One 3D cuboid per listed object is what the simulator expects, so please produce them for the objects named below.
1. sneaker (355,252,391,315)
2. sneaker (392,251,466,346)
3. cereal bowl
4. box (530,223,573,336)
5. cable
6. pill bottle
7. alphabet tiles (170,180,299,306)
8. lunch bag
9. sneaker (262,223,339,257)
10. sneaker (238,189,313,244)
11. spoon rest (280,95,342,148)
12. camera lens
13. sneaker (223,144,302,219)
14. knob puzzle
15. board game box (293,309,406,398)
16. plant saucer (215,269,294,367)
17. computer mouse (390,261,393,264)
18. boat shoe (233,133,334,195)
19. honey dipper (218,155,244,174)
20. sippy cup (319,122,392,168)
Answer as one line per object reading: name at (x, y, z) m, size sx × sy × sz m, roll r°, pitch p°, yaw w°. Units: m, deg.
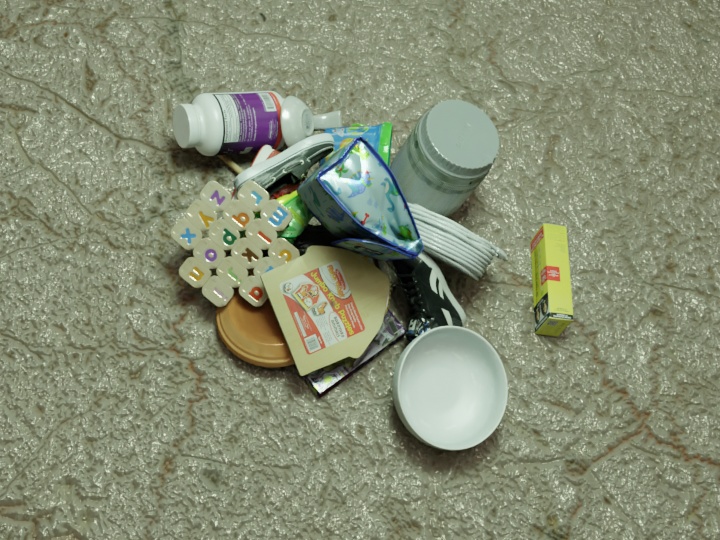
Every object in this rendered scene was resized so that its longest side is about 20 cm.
sneaker at (0.000, 0.000, 1.458) m, size 0.089 × 0.075 × 0.202 m, roll 4°, pitch 63°, yaw -15°
sneaker at (0.101, 0.056, 1.445) m, size 0.200 × 0.073 × 0.112 m, roll 52°, pitch 56°, yaw -18°
cereal bowl at (0.142, 0.197, 1.398) m, size 0.198 × 0.083 × 0.202 m, roll 3°, pitch 79°, yaw -15°
box at (0.356, 0.017, 1.566) m, size 0.050 × 0.075 × 0.202 m, roll 9°, pitch 61°, yaw -8°
cable at (0.142, -0.055, 1.495) m, size 0.199 × 0.199 × 0.070 m, roll 29°, pitch 93°, yaw 40°
pill bottle at (-0.238, -0.271, 1.542) m, size 0.199 × 0.113 × 0.113 m, roll -10°, pitch 64°, yaw -33°
alphabet tiles at (-0.207, -0.044, 1.387) m, size 0.195 × 0.015 × 0.201 m, roll 38°, pitch 94°, yaw -2°
lunch bag at (0.005, -0.094, 1.345) m, size 0.127 × 0.170 × 0.200 m, roll -45°, pitch 100°, yaw -12°
sneaker at (-0.091, -0.039, 1.496) m, size 0.198 × 0.076 × 0.092 m, roll -8°, pitch 67°, yaw -16°
sneaker at (-0.119, -0.088, 1.437) m, size 0.198 × 0.074 × 0.084 m, roll -22°, pitch 89°, yaw -9°
spoon rest at (-0.103, -0.279, 1.588) m, size 0.060 × 0.200 × 0.100 m, roll 0°, pitch 99°, yaw 26°
camera lens at (0.151, -0.200, 1.558) m, size 0.158 × 0.200 × 0.161 m, roll 8°, pitch 63°, yaw -16°
sneaker at (-0.159, -0.124, 1.483) m, size 0.115 × 0.078 × 0.201 m, roll 20°, pitch 71°, yaw 9°
knob puzzle at (-0.045, 0.053, 1.388) m, size 0.217 × 0.030 × 0.222 m, roll 2°, pitch 82°, yaw -13°
board game box at (-0.031, 0.117, 1.450) m, size 0.199 × 0.032 × 0.120 m, roll -34°, pitch 69°, yaw -26°
plant saucer at (-0.147, 0.069, 1.424) m, size 0.198 × 0.038 × 0.202 m, roll 3°, pitch 53°, yaw -4°
computer mouse at (0.059, -0.029, 1.532) m, size 0.201 × 0.034 × 0.058 m, roll 55°, pitch 24°, yaw 17°
boat shoe at (-0.124, -0.173, 1.453) m, size 0.199 × 0.069 × 0.057 m, roll -30°, pitch 79°, yaw -19°
honey dipper at (-0.215, -0.179, 1.565) m, size 0.200 × 0.038 × 0.038 m, roll 42°, pitch 61°, yaw 15°
sippy cup at (-0.009, -0.215, 1.583) m, size 0.129 × 0.178 × 0.141 m, roll 5°, pitch 94°, yaw 2°
